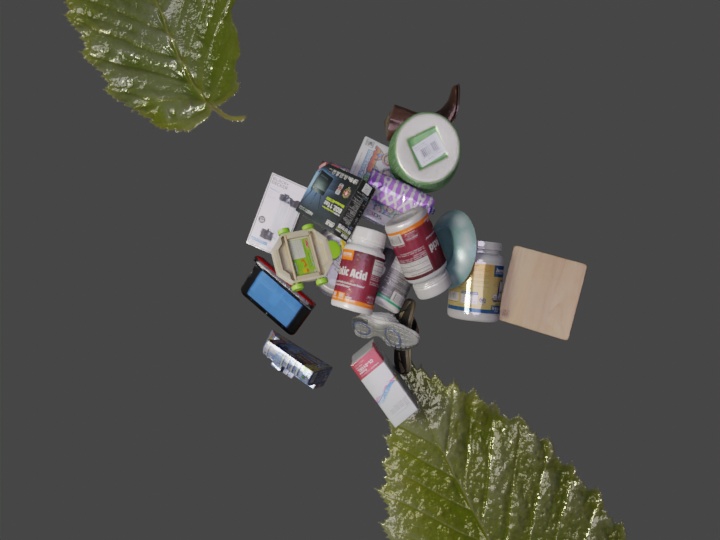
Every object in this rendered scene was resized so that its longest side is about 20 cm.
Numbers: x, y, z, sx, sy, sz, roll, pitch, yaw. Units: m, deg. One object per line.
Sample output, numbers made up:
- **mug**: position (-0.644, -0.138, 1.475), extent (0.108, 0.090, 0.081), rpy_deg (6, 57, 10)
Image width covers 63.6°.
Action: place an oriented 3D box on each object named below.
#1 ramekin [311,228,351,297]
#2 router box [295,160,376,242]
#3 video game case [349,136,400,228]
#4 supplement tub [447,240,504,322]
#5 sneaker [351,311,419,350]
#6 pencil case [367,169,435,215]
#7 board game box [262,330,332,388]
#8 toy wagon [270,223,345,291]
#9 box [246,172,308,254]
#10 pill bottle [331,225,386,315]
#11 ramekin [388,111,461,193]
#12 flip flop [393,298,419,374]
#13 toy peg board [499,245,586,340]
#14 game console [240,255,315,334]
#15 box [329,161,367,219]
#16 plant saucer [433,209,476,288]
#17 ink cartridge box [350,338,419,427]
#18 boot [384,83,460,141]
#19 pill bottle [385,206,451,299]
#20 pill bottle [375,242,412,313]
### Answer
- **ramekin**: position (-0.051, -0.025, 1.573), extent (0.194, 0.094, 0.211), rpy_deg (0, 91, 0)
- **router box**: position (-0.067, -0.180, 1.490), extent (0.061, 0.198, 0.153), rpy_deg (28, 92, -42)
- **video game case**: position (0.053, -0.233, 1.567), extent (0.177, 0.024, 0.205), rpy_deg (24, 81, 0)
- **supplement tub**: position (0.308, 0.027, 1.549), extent (0.139, 0.145, 0.208), rpy_deg (5, 92, 0)
- **sneaker**: position (0.073, 0.147, 1.550), extent (0.195, 0.087, 0.077), rpy_deg (18, 124, 26)
- **pencil case**: position (0.099, -0.187, 1.513), extent (0.195, 0.084, 0.088), rpy_deg (26, 91, 2)
- **board game box**: position (-0.189, 0.236, 1.550), extent (0.196, 0.200, 0.063), rpy_deg (31, 90, 14)
- **toy wagon**: position (-0.127, -0.038, 1.483), extent (0.194, 0.039, 0.160), rpy_deg (-11, 78, -25)
- **box**: position (-0.224, -0.149, 1.588), extent (0.113, 0.060, 0.206), rpy_deg (23, 91, -1)
- **pill bottle**: position (0.000, 0.000, 1.467), extent (0.110, 0.114, 0.207), rpy_deg (13, 87, 0)
- **ramekin**: position (0.169, -0.310, 1.509), extent (0.192, 0.098, 0.208), rpy_deg (0, 91, 0)
- **flip flop**: position (0.132, 0.180, 1.592), extent (0.056, 0.080, 0.208), rpy_deg (1, 89, -29)
- **toy peg board**: position (0.490, 0.061, 1.588), extent (0.193, 0.098, 0.207), rpy_deg (15, 91, 16)
- **game console**: position (-0.226, 0.072, 1.539), extent (0.198, 0.172, 0.120), rpy_deg (39, 87, -1)
- **box**: position (-0.010, -0.212, 1.599), extent (0.194, 0.035, 0.114), rpy_deg (19, 91, 0)
- **plant saucer**: position (0.225, -0.057, 1.524), extent (0.038, 0.199, 0.209), rpy_deg (4, 91, -31)
- **ink cartridge box**: position (0.064, 0.297, 1.553), extent (0.082, 0.146, 0.202), rpy_deg (-36, 91, 2)
- **boot**: position (0.167, -0.433, 1.586), extent (0.193, 0.064, 0.194), rpy_deg (13, 89, 4)
- **pill bottle**: position (0.147, -0.042, 1.446), extent (0.111, 0.114, 0.205), rpy_deg (-25, 105, 0)
- **pill bottle**: position (0.097, 0.000, 1.560), extent (0.111, 0.113, 0.205), rpy_deg (27, 84, -1)
